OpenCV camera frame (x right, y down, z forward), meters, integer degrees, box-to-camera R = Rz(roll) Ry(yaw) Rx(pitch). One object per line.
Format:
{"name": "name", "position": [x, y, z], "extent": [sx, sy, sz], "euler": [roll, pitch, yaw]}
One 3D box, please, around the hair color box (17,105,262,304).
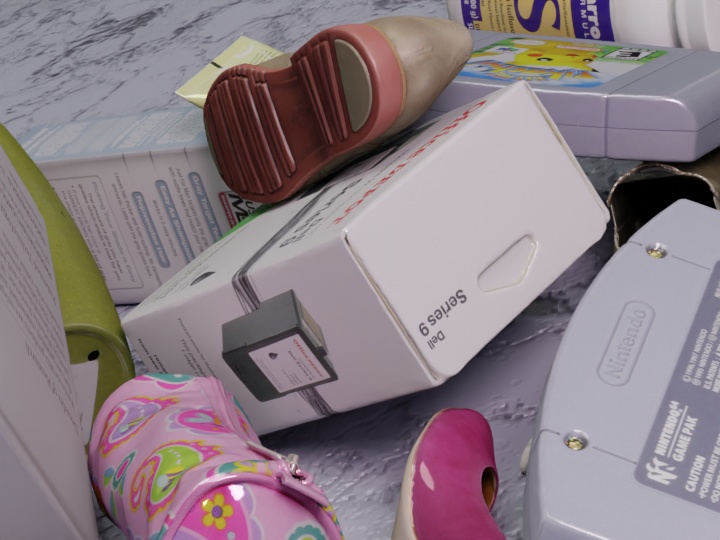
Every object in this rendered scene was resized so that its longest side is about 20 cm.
{"name": "hair color box", "position": [-0.119, -0.038, 1.122], "extent": [0.199, 0.100, 0.061], "euler": [-3, 29, 33]}

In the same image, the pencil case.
{"name": "pencil case", "position": [-0.063, 0.099, 0.794], "extent": [0.087, 0.088, 0.200], "euler": [-26, 14, -11]}

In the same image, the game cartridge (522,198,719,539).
{"name": "game cartridge", "position": [0.133, 0.052, 0.679], "extent": [0.132, 0.042, 0.200], "euler": [17, 39, 14]}

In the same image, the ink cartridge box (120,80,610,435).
{"name": "ink cartridge box", "position": [0.000, 0.000, 0.910], "extent": [0.146, 0.084, 0.199], "euler": [-41, 13, -37]}

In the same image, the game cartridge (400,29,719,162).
{"name": "game cartridge", "position": [0.096, -0.092, 0.973], "extent": [0.198, 0.041, 0.133], "euler": [9, 23, 29]}

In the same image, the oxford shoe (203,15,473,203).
{"name": "oxford shoe", "position": [-0.014, -0.080, 0.937], "extent": [0.074, 0.071, 0.199], "euler": [-20, 6, -30]}

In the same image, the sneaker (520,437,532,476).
{"name": "sneaker", "position": [0.111, 0.109, 0.709], "extent": [0.081, 0.075, 0.201], "euler": [-53, 29, 26]}

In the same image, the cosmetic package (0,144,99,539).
{"name": "cosmetic package", "position": [-0.225, 0.033, 0.817], "extent": [0.166, 0.167, 0.201], "euler": [-17, 56, 1]}

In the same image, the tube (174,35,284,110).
{"name": "tube", "position": [0.002, -0.071, 1.032], "extent": [0.052, 0.199, 0.058], "euler": [-62, -11, -2]}

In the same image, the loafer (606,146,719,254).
{"name": "loafer", "position": [0.162, -0.028, 0.920], "extent": [0.075, 0.070, 0.200], "euler": [-12, 27, 19]}

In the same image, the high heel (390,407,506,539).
{"name": "high heel", "position": [0.055, 0.118, 0.749], "extent": [0.095, 0.068, 0.200], "euler": [12, 22, 9]}

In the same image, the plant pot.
{"name": "plant pot", "position": [-0.208, 0.027, 1.008], "extent": [0.186, 0.188, 0.200], "euler": [-33, 43, -23]}

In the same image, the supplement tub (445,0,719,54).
{"name": "supplement tub", "position": [0.162, -0.164, 1.098], "extent": [0.145, 0.146, 0.199], "euler": [-37, 29, -29]}
